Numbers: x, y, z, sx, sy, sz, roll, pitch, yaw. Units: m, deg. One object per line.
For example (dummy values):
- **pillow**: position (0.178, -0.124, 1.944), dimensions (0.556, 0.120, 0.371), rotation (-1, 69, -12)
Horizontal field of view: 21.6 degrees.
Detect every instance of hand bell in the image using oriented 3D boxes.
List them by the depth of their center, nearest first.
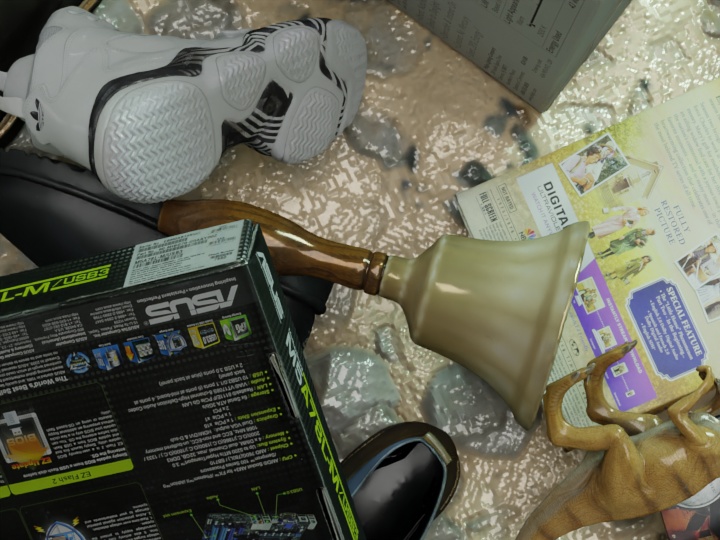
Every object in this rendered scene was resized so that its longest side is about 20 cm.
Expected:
- **hand bell**: position (0.000, 0.000, 0.907), dimensions (0.200, 0.104, 0.104), rotation (16, 81, 4)

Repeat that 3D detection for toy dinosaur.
- **toy dinosaur**: position (0.122, 0.097, 0.901), dimensions (0.200, 0.060, 0.106), rotation (-27, 87, 16)

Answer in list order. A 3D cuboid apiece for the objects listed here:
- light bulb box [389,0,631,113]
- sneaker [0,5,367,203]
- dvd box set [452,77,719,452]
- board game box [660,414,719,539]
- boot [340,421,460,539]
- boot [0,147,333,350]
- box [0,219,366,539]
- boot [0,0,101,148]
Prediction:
- **light bulb box**: position (0.058, -0.204, 0.927), dimensions (0.200, 0.198, 0.125), rotation (37, 80, 4)
- **sneaker**: position (-0.089, -0.096, 0.944), dimensions (0.115, 0.200, 0.075), rotation (23, 120, 31)
- **dvd box set**: position (0.166, -0.013, 0.962), dimensions (0.200, 0.029, 0.146), rotation (-25, 77, 5)
- **board game box**: position (0.232, 0.161, 0.932), dimensions (0.135, 0.035, 0.200), rotation (-18, 89, 8)
- **boot**: position (-0.026, 0.148, 0.919), dimensions (0.075, 0.097, 0.200), rotation (40, 82, 5)
- **boot**: position (-0.128, 0.045, 0.942), dimensions (0.200, 0.076, 0.168), rotation (22, 80, -1)
- **box**: position (-0.113, 0.089, 0.838), dimensions (0.200, 0.048, 0.193), rotation (-13, 118, 10)
- **boot**: position (-0.172, -0.161, 0.943), dimensions (0.077, 0.138, 0.200), rotation (17, 80, 1)
